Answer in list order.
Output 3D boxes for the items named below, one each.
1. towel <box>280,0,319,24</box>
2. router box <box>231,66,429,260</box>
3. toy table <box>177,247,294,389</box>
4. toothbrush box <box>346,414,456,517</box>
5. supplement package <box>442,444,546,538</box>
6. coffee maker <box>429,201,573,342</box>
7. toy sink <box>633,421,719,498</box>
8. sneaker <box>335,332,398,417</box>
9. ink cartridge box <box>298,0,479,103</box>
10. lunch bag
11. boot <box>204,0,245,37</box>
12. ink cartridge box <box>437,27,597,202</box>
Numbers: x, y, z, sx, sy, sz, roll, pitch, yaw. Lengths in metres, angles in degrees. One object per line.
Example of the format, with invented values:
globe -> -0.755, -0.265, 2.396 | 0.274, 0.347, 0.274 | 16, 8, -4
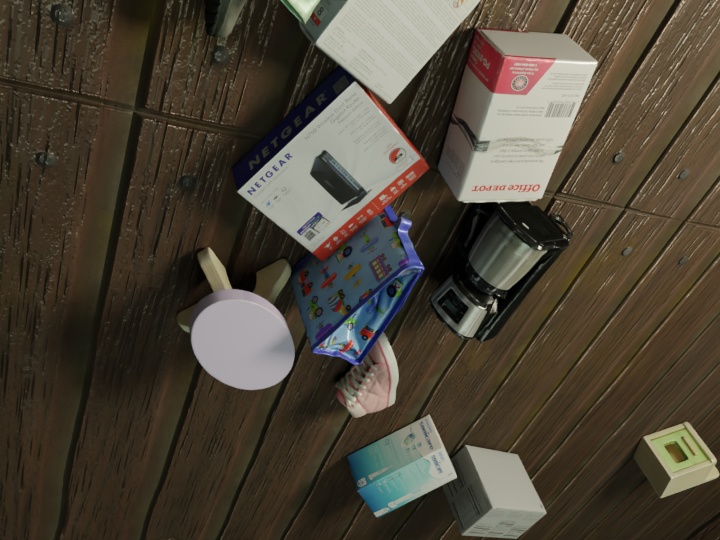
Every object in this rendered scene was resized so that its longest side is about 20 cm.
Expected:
towel -> -0.046, -0.358, 0.598 | 0.152, 0.023, 0.203 | 36, 84, -39
router box -> -0.037, -0.130, 0.862 | 0.199, 0.049, 0.179 | -39, 135, 14
toy table -> -0.169, 0.064, 0.934 | 0.179, 0.119, 0.203 | -19, 137, -7
toothbrush box -> 0.089, 0.411, 1.396 | 0.196, 0.086, 0.148 | -26, 136, 2
supplement package -> 0.300, 0.509, 1.531 | 0.196, 0.158, 0.111 | 20, 122, -37
coffee maker -> 0.225, 0.005, 1.046 | 0.188, 0.137, 0.202 | 13, 126, -34
toy sink -> 0.867, 0.501, 1.803 | 0.194, 0.132, 0.114 | -12, 135, -12
sneaker -> 0.007, 0.187, 1.157 | 0.102, 0.076, 0.204 | -18, 140, -15
ink cartridge box -> 0.047, -0.298, 0.721 | 0.201, 0.050, 0.161 | -48, 149, 15
lunch bag -> 0.000, 0.000, 0.926 | 0.092, 0.153, 0.201 | 19, 122, -37
boot -> -0.071, -0.309, 0.666 | 0.128, 0.068, 0.203 | 12, 121, -34
ink cartridge box -> 0.198, -0.198, 0.879 | 0.140, 0.085, 0.204 | -4, 131, -21
